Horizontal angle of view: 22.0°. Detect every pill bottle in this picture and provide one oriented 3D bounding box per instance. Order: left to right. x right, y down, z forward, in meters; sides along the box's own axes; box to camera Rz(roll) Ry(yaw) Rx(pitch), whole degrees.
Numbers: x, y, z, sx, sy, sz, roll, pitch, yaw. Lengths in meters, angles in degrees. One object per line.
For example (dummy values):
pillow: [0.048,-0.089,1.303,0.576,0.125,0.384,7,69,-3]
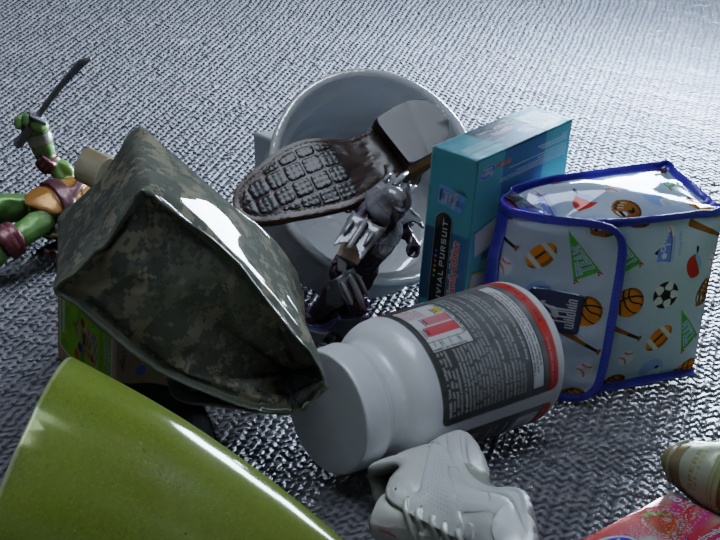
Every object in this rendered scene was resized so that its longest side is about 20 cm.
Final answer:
pill bottle: [0.051,0.084,1.414,0.199,0.117,0.116,-15,30,-38]

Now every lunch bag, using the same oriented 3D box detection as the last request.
lunch bag: [-0.114,0.015,1.314,0.200,0.118,0.164,39,10,-19]
lunch bag: [0.192,0.011,1.542,0.198,0.172,0.124,-6,27,-26]

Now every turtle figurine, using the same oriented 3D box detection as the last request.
turtle figurine: [-0.291,-0.081,1.655,0.193,0.145,0.200,-28,-8,-23]

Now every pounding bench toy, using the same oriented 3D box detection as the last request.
pounding bench toy: [-0.147,-0.007,1.477,0.155,0.202,0.124,-10,27,-28]

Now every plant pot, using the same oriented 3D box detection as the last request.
plant pot: [-0.116,0.176,1.116,0.198,0.188,0.187,20,24,-1]

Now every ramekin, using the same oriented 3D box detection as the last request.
ramekin: [0.001,-0.070,1.659,0.199,0.202,0.098,-5,-14,-21]

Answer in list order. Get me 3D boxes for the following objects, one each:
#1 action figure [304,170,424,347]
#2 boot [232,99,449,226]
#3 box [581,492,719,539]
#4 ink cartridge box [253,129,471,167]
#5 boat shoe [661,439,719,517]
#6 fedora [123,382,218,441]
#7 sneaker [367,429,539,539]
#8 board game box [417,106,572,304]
action figure: [0.000,0.000,1.489,0.069,0.201,0.130,41,43,12]
boot: [-0.018,-0.066,1.547,0.199,0.097,0.075,-23,68,-19]
box: [0.167,0.225,1.142,0.199,0.096,0.099,-18,31,-41]
ink cartridge box: [0.008,-0.093,1.811,0.198,0.088,0.145,-7,13,-19]
boat shoe: [0.279,0.157,1.273,0.063,0.074,0.200,19,-2,42]
fedora: [-0.150,0.139,1.276,0.198,0.092,0.201,4,24,-2]
sneaker: [0.059,0.180,1.270,0.098,0.079,0.200,-10,18,-16]
board game box: [0.110,-0.023,1.561,0.047,0.202,0.151,21,28,31]
